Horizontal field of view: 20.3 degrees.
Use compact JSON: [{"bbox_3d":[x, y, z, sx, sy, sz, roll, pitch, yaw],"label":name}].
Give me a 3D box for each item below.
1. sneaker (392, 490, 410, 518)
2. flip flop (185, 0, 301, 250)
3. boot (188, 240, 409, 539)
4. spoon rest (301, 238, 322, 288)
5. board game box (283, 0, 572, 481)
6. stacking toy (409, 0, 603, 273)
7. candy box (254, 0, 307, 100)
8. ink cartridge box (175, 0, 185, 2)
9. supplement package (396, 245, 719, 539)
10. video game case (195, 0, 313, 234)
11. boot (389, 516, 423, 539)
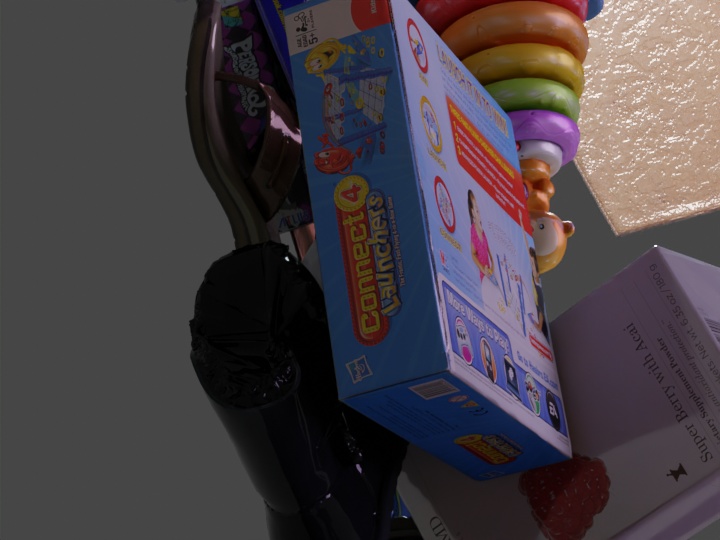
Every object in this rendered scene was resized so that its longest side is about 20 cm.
[{"bbox_3d":[0.032,0.120,1.251,0.105,0.075,0.202,-132,-155,-70],"label":"sneaker"},{"bbox_3d":[-0.052,-0.055,1.099,0.081,0.057,0.202,-86,160,-69],"label":"flip flop"},{"bbox_3d":[-0.028,0.047,1.005,0.201,0.076,0.169,-86,165,-50],"label":"boot"},{"bbox_3d":[0.000,0.000,1.147,0.200,0.060,0.100,104,-24,-67],"label":"spoon rest"},{"bbox_3d":[0.037,-0.013,0.996,0.200,0.055,0.198,38,40,-62],"label":"board game box"},{"bbox_3d":[0.091,-0.091,1.178,0.110,0.115,0.202,47,34,-61],"label":"stacking toy"},{"bbox_3d":[-0.003,-0.125,1.199,0.200,0.076,0.170,61,7,-64],"label":"candy box"},{"bbox_3d":[-0.097,-0.273,1.093,0.148,0.085,0.202,59,19,-63],"label":"ink cartridge box"},{"bbox_3d":[0.133,0.097,1.108,0.119,0.199,0.122,12,44,-61],"label":"supplement package"},{"bbox_3d":[-0.058,-0.125,1.287,0.200,0.035,0.183,-58,132,-80],"label":"video game case"},{"bbox_3d":[0.072,0.246,1.120,0.181,0.073,0.201,22,40,-34],"label":"boot"}]
